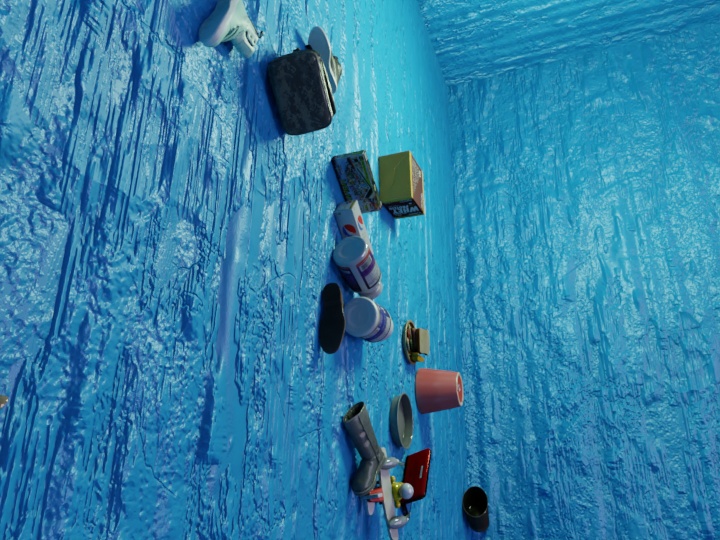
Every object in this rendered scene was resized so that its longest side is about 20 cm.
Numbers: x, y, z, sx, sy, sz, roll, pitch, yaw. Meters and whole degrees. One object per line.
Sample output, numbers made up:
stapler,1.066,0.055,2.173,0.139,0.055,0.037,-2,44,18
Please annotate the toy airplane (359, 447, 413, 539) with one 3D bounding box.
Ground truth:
toy airplane,0.088,0.669,1.637,0.200,0.140,0.201,-67,138,-60

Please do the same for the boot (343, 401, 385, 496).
boot,-0.001,0.508,1.554,0.182,0.072,0.202,-54,133,-55

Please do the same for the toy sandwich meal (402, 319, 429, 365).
toy sandwich meal,0.233,0.299,2.256,0.205,0.070,0.208,-7,90,-70

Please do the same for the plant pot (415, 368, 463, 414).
plant pot,0.344,0.515,2.340,0.200,0.175,0.203,-8,90,-70

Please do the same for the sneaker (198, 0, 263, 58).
sneaker,-0.264,-0.493,1.143,0.119,0.073,0.202,56,30,-39

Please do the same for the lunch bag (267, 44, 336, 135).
lunch bag,-0.145,-0.465,1.396,0.168,0.138,0.202,-91,167,-66

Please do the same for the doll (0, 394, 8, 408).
doll,-0.439,0.086,0.524,0.137,0.048,0.201,-72,149,-51

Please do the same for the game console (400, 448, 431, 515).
game console,0.214,0.787,1.993,0.119,0.172,0.201,44,35,-19

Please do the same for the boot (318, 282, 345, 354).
boot,-0.070,0.140,1.495,0.076,0.073,0.202,68,21,-60

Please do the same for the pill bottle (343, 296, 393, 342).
pill bottle,0.030,0.159,1.679,0.200,0.118,0.121,37,50,-64

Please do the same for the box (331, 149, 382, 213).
box,-0.009,-0.276,1.727,0.035,0.109,0.201,-69,145,-51

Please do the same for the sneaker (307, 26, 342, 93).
sneaker,-0.107,-0.648,1.647,0.100,0.070,0.201,-78,158,-46

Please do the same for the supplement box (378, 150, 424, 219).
supplement box,0.169,-0.341,2.201,0.200,0.131,0.200,35,51,-63

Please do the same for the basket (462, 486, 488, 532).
basket,0.633,1.311,2.942,0.181,0.134,0.202,-76,155,-55

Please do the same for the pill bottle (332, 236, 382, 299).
pill bottle,0.000,0.000,1.660,0.201,0.110,0.112,63,28,-45

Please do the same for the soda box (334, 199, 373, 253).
soda box,-0.019,-0.117,1.715,0.068,0.063,0.202,-67,144,-54

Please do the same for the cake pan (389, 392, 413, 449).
cake pan,0.151,0.553,1.998,0.200,0.036,0.203,-7,90,-70
